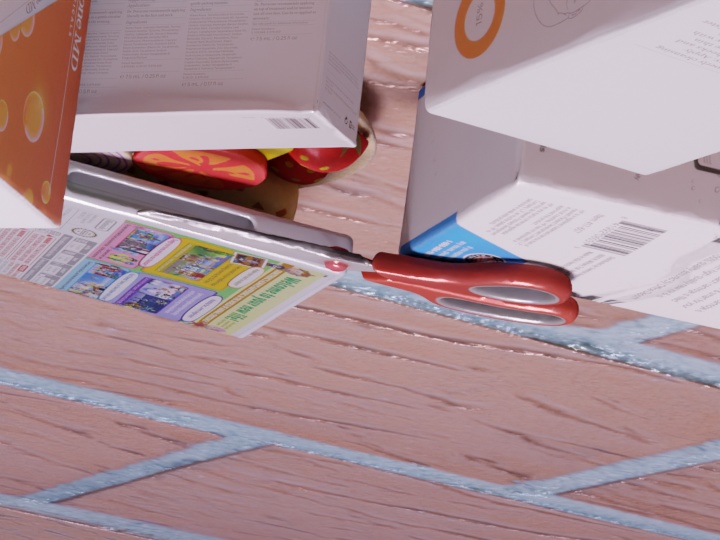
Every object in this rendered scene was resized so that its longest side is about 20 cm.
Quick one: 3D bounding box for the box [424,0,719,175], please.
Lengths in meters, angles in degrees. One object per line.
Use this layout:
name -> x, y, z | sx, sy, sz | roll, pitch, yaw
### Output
box -> 0.118, -0.118, 0.944 | 0.097, 0.125, 0.200 | 15, 162, -30

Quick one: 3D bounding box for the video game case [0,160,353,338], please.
video game case -> -0.115, -0.013, 1.417 | 0.182, 0.022, 0.200 | 15, 166, -13

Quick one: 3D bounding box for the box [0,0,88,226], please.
box -> -0.181, -0.103, 1.084 | 0.097, 0.125, 0.200 | 1, 164, 16

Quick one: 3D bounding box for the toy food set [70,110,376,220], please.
toy food set -> -0.093, -0.061, 1.367 | 0.198, 0.049, 0.200 | 16, 162, -31

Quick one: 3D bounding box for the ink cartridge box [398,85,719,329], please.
ink cartridge box -> 0.136, -0.038, 1.291 | 0.200, 0.084, 0.146 | 12, 164, -17

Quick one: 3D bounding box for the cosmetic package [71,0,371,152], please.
cosmetic package -> -0.097, -0.092, 1.201 | 0.200, 0.083, 0.051 | 1, 166, 22

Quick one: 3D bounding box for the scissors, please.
scissors -> 0.000, 0.000, 1.314 | 0.200, 0.014, 0.073 | 8, 168, -2
